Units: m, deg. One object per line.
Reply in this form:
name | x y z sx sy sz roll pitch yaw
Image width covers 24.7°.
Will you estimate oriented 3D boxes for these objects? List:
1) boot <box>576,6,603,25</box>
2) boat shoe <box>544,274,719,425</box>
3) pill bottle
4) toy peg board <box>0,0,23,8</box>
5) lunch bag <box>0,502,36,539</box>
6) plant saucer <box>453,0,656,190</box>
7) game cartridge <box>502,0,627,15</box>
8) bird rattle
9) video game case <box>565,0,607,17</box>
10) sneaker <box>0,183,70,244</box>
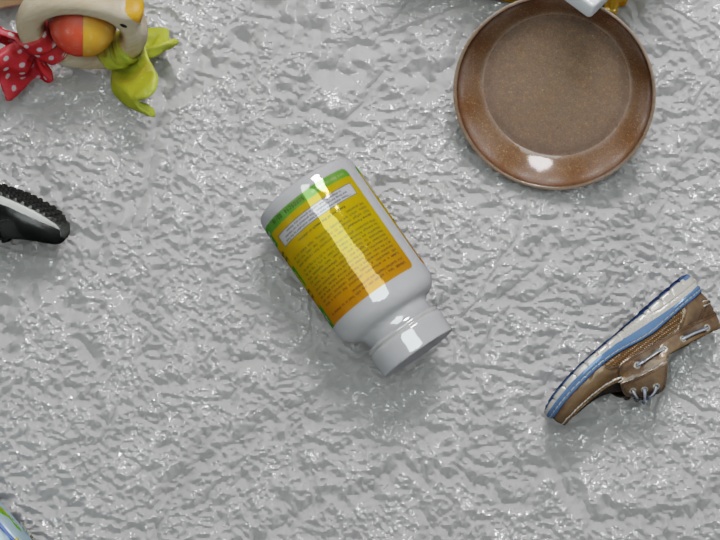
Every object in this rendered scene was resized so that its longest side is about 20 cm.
boot | 0.138 -0.326 1.633 0.199 0.073 0.182 -1 67 -15
boat shoe | 0.269 0.091 1.605 0.200 0.072 0.072 -40 83 -5
pill bottle | 0.000 0.000 1.607 0.111 0.111 0.200 -34 82 -4
toy peg board | -0.317 -0.384 1.649 0.198 0.200 0.098 -13 51 -9
lunch bag | -0.407 0.310 1.585 0.200 0.082 0.161 -43 83 -5
plant saucer | 0.193 -0.180 1.631 0.200 0.037 0.201 5 115 10
game cartridge | 0.189 -0.361 1.699 0.199 0.032 0.177 9 81 4
bird rattle | -0.283 -0.239 1.637 0.199 0.163 0.113 14 63 -5
video game case | 0.201 -0.363 1.611 0.200 0.023 0.182 39 64 13
sneaker | -0.392 -0.048 1.656 0.199 0.070 0.090 20 97 5
